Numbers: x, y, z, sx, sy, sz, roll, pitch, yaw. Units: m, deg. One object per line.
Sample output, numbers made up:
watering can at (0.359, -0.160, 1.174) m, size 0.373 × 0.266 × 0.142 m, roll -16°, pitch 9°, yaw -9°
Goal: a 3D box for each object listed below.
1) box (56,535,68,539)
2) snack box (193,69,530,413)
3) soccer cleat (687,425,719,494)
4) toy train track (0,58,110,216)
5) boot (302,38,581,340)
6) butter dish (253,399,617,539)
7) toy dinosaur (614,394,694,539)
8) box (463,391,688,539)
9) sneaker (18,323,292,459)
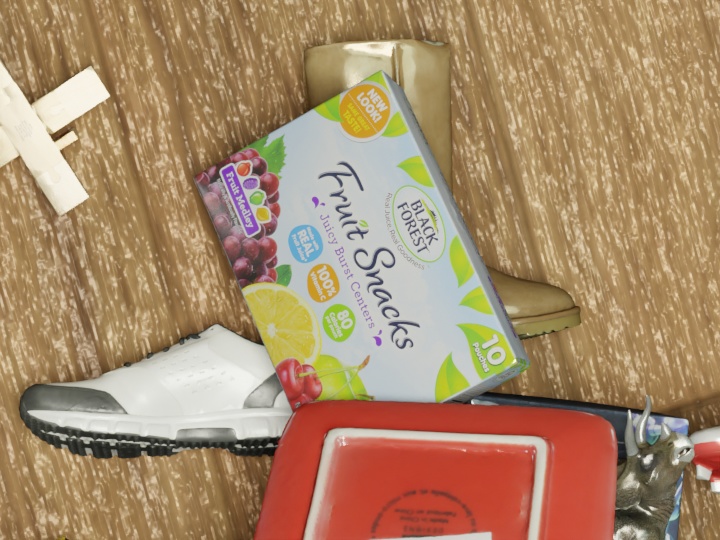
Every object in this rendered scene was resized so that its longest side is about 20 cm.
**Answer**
box at (-0.225, 0.262, 1.023) m, size 0.049 × 0.160 × 0.201 m, roll 37°, pitch 84°, yaw -7°
snack box at (0.000, 0.000, 1.057) m, size 0.141 × 0.053 × 0.201 m, roll -28°, pitch 75°, yaw 11°
soccer cleat at (0.284, 0.107, 1.131) m, size 0.199 × 0.068 × 0.086 m, roll 13°, pitch 75°, yaw -38°
toy train track at (-0.249, -0.068, 1.092) m, size 0.199 × 0.033 × 0.115 m, roll -33°, pitch 101°, yaw -3°
boot at (0.055, -0.051, 1.123) m, size 0.173 × 0.066 × 0.202 m, roll -4°, pitch 88°, yaw -10°
butter dish at (0.044, 0.187, 0.964) m, size 0.198 × 0.149 × 0.201 m, roll 1°, pitch 46°, yaw 12°
toy dinosaur at (0.138, 0.182, 1.031) m, size 0.102 × 0.077 × 0.200 m, roll 44°, pitch 90°, yaw 8°
box at (0.118, 0.184, 1.108) m, size 0.147 × 0.107 × 0.202 m, roll 6°, pitch 87°, yaw -9°
sneaker at (-0.118, 0.077, 1.098) m, size 0.198 × 0.074 × 0.081 m, roll 1°, pitch 74°, yaw -14°
